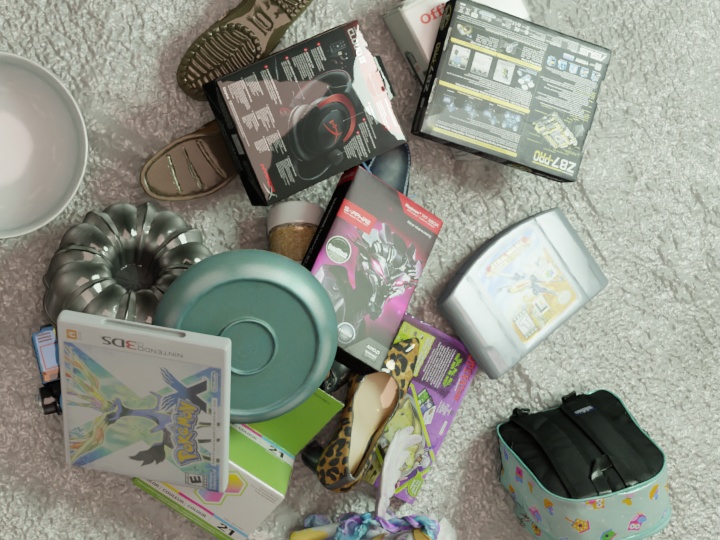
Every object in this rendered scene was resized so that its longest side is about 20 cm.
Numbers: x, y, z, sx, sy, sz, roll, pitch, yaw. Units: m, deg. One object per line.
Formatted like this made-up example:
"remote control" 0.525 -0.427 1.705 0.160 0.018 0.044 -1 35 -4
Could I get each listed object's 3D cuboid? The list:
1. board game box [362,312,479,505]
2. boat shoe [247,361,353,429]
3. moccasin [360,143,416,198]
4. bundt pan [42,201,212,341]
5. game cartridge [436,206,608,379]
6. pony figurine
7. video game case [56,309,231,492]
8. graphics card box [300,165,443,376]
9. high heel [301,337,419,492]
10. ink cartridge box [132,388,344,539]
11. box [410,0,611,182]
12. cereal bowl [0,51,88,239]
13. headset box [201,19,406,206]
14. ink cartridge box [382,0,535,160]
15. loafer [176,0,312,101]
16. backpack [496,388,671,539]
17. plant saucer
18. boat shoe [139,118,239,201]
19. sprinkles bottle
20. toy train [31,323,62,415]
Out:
"board game box" 0.053 0.162 1.754 0.119 0.032 0.201 27 85 -9
"boat shoe" -0.061 0.122 1.704 0.198 0.066 0.075 -28 96 -12
"moccasin" 0.023 -0.061 1.721 0.080 0.068 0.202 14 86 -14
"bundt pan" -0.245 0.009 1.603 0.200 0.076 0.203 6 58 -10
"game cartridge" 0.193 0.019 1.769 0.200 0.041 0.134 -39 103 -19
"pony figurine" 0.021 0.296 1.668 0.199 0.193 0.167 -21 107 23
"video game case" -0.226 0.140 1.550 0.181 0.022 0.201 9 125 7
"graphics card box" 0.000 0.000 1.633 0.125 0.051 0.201 33 69 -19
"high heel" 0.020 0.162 1.657 0.071 0.142 0.200 42 83 -17
"ink cartridge box" -0.136 0.191 1.628 0.147 0.076 0.200 34 122 -12
"box" 0.173 -0.204 1.683 0.199 0.049 0.163 16 87 -15
"cereal bowl" -0.397 -0.134 1.606 0.198 0.083 0.202 0 91 -14
"headset box" -0.053 -0.178 1.633 0.199 0.075 0.150 -26 101 -16
"ink cartridge box" 0.137 -0.251 1.741 0.145 0.085 0.201 -30 100 -12
"loafer" -0.126 -0.270 1.685 0.200 0.067 0.076 -40 96 5
"backpack" 0.266 0.248 1.721 0.174 0.200 0.155 -13 110 -15
"plant saucer" -0.120 0.076 1.548 0.198 0.027 0.202 -3 111 -8
"boat shoe" -0.161 -0.134 1.675 0.199 0.068 0.072 -26 101 -15
"sprinkles bottle" -0.070 0.025 1.668 0.068 0.068 0.202 3 70 -14
"toy train" -0.269 0.098 1.644 0.198 0.087 0.115 -14 88 -13
